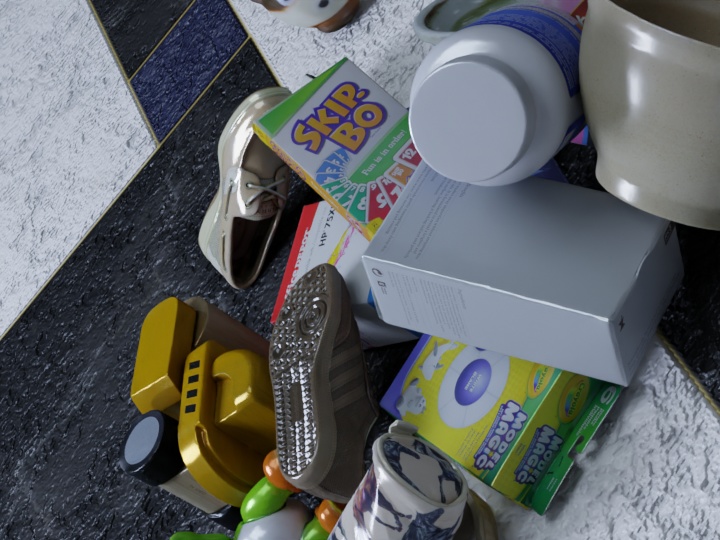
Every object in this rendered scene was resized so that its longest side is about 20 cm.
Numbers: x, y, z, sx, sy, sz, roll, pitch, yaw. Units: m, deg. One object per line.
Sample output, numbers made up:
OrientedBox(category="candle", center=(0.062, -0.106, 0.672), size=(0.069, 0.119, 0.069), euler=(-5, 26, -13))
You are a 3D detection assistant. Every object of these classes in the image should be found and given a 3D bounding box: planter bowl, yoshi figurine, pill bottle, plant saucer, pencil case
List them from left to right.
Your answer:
OrientedBox(category="yoshi figurine", center=(-0.094, 0.235, 1.700), size=(0.200, 0.112, 0.112), euler=(-49, 41, 19))
OrientedBox(category="pencil case", center=(0.007, 0.207, 1.565), size=(0.089, 0.078, 0.200), euler=(49, 124, 38))
OrientedBox(category="pill bottle", center=(0.098, -0.121, 1.525), size=(0.112, 0.112, 0.200), euler=(-42, -2, 22))
OrientedBox(category="plant saucer", center=(0.143, -0.202, 1.743), size=(0.200, 0.050, 0.200), euler=(-15, 20, 5))
OrientedBox(category="planter bowl", center=(0.235, -0.109, 1.496), size=(0.200, 0.200, 0.135), euler=(48, 128, 56))

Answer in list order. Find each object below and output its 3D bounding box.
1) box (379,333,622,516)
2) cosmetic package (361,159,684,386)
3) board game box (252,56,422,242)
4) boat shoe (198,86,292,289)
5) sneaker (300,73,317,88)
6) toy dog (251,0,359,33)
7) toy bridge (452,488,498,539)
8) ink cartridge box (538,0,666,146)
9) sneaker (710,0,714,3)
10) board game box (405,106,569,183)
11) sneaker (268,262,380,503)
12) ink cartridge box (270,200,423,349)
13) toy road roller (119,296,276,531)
OrientedBox(category="box", center=(0.103, 0.095, 1.610), size=(0.117, 0.048, 0.200), euler=(-58, 35, -1))
OrientedBox(category="cosmetic package", center=(0.116, -0.003, 1.550), size=(0.200, 0.081, 0.113), euler=(17, 57, 27))
OrientedBox(category="board game box", center=(-0.001, -0.095, 1.703), size=(0.095, 0.030, 0.200), euler=(-36, 47, -12))
OrientedBox(category="boat shoe", center=(-0.091, -0.072, 1.934), size=(0.065, 0.072, 0.200), euler=(56, 138, 38))
OrientedBox(category="sneaker", center=(-0.005, -0.104, 1.907), size=(0.200, 0.078, 0.090), euler=(41, 113, 62))
OrientedBox(category="toy dog", center=(-0.039, -0.327, 2.061), size=(0.194, 0.139, 0.200), euler=(-24, 44, 59))
OrientedBox(category="toy bridge", center=(0.065, 0.192, 1.596), size=(0.067, 0.027, 0.200), euler=(-55, 32, 4))
OrientedBox(category="ink cartridge box", center=(0.179, -0.186, 1.608), size=(0.037, 0.095, 0.200), euler=(-51, -31, -58))
OrientedBox(category="sneaker", center=(0.243, -0.190, 1.652), size=(0.083, 0.072, 0.200), euler=(-29, -14, -44))
OrientedBox(category="board game box", center=(0.087, -0.059, 1.682), size=(0.135, 0.034, 0.200), euler=(-24, 48, -2))
OrientedBox(category="sneaker", center=(-0.024, 0.091, 1.697), size=(0.070, 0.076, 0.200), euler=(-27, 45, 37))
OrientedBox(category="ink cartridge box", center=(0.000, 0.000, 1.798), size=(0.200, 0.067, 0.116), euler=(-14, 52, 45))
OrientedBox(category="toy road roller", center=(-0.100, 0.103, 1.789), size=(0.146, 0.123, 0.200), euler=(-32, 38, 34))
